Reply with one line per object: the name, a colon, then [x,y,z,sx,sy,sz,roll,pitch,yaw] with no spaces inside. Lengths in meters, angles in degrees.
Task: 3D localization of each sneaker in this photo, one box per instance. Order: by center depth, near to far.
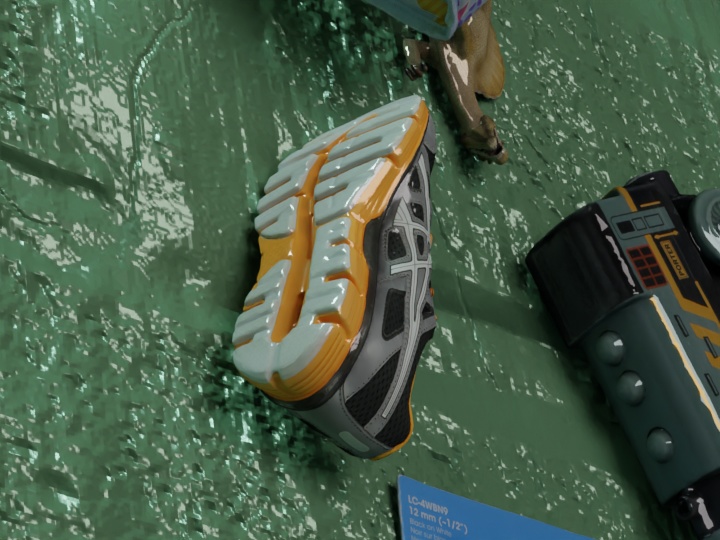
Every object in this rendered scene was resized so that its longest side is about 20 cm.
sneaker: [0.000,0.000,0.990,0.077,0.078,0.201,50,36,-26]

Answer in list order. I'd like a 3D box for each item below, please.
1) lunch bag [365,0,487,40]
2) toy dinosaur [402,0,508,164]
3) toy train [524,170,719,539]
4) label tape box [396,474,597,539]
lunch bag: [0.015,-0.229,1.113,0.199,0.128,0.170,32,54,19]
toy dinosaur: [0.050,-0.139,1.189,0.101,0.058,0.201,45,41,-36]
toy train: [0.162,0.044,1.125,0.113,0.085,0.201,-12,70,-39]
label tape box: [0.095,0.175,0.942,0.143,0.066,0.201,22,46,-35]
